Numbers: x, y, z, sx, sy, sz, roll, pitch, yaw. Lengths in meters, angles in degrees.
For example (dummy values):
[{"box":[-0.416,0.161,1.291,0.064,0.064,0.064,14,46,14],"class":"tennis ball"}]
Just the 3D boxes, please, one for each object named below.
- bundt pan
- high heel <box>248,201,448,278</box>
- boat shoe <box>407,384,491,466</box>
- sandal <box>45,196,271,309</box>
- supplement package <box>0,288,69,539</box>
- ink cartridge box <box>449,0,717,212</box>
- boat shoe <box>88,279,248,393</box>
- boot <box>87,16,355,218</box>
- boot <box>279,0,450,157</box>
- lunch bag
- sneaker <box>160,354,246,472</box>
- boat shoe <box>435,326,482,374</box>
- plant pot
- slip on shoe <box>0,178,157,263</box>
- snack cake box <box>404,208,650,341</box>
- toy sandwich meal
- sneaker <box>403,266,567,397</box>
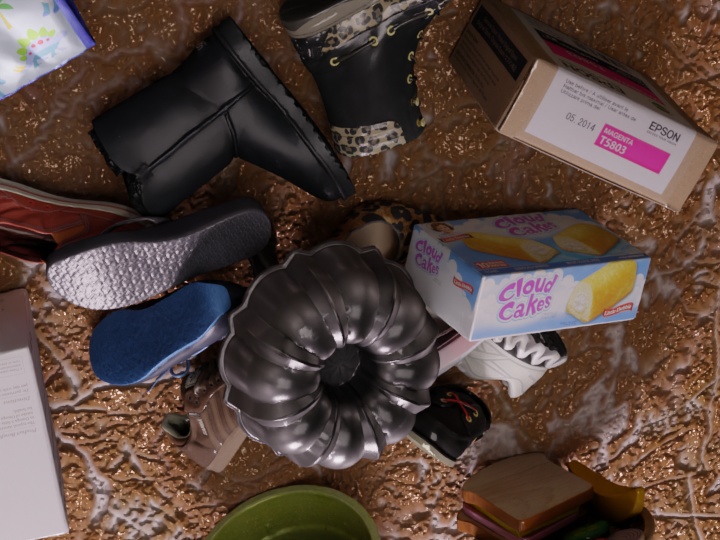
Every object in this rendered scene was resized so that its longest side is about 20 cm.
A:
[{"box":[-0.016,0.082,1.322,0.199,0.076,0.205,-9,113,-23],"class":"bundt pan"},{"box":[0.000,0.000,1.408,0.197,0.143,0.072,-11,118,-8],"class":"high heel"},{"box":[0.080,0.142,1.479,0.073,0.201,0.063,39,96,12],"class":"boat shoe"},{"box":[-0.176,-0.018,1.344,0.198,0.043,0.077,-15,136,-18],"class":"sandal"},{"box":[-0.340,0.137,1.408,0.115,0.118,0.202,-10,118,-10],"class":"supplement package"},{"box":[0.193,-0.148,1.369,0.198,0.165,0.076,22,110,-23],"class":"ink cartridge box"},{"box":[-0.167,0.062,1.402,0.068,0.199,0.085,-5,83,-47],"class":"boat shoe"},{"box":[-0.121,-0.098,1.365,0.168,0.077,0.201,-38,114,4],"class":"boot"},{"box":[0.042,-0.199,1.364,0.201,0.074,0.155,-21,124,-3],"class":"boot"},{"box":[-0.328,-0.224,1.223,0.169,0.128,0.201,-29,110,1],"class":"lunch bag"},{"box":[-0.125,0.112,1.409,0.075,0.071,0.201,27,132,-5],"class":"sneaker"},{"box":[0.019,0.088,1.442,0.198,0.072,0.068,-29,83,0],"class":"boat shoe"},{"box":[-0.051,0.354,1.569,0.198,0.201,0.191,-22,133,-2],"class":"plant pot"},{"box":[-0.257,-0.027,1.365,0.198,0.062,0.074,14,144,-17],"class":"slip on shoe"},{"box":[0.153,0.001,1.432,0.198,0.115,0.068,-6,120,-33],"class":"snack cake box"},{"box":[0.196,0.245,1.556,0.202,0.205,0.071,-13,107,-7],"class":"toy sandwich meal"},{"box":[0.108,0.062,1.512,0.199,0.075,0.081,30,115,-25],"class":"sneaker"}]
